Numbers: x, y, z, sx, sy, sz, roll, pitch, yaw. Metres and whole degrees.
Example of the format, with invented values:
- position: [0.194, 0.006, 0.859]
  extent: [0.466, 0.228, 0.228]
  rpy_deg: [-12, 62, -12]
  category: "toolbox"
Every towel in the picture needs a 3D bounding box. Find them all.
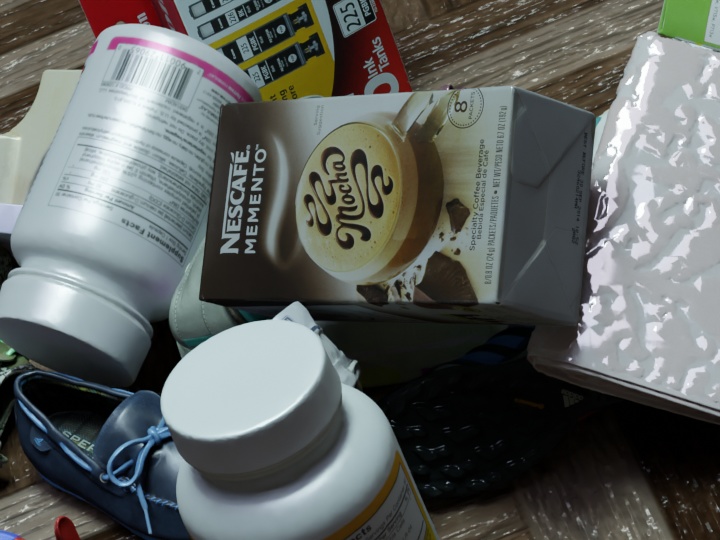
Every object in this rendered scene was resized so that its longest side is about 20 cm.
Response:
- position: [0.206, -0.012, 1.306]
  extent: [0.190, 0.032, 0.201]
  rpy_deg: [18, 70, 9]
  category: "towel"

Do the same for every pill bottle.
- position: [-0.145, -0.038, 1.511]
  extent: [0.113, 0.113, 0.201]
  rpy_deg: [8, 67, 36]
  category: "pill bottle"
- position: [-0.024, 0.126, 1.220]
  extent: [0.112, 0.200, 0.113]
  rpy_deg: [-15, 36, 11]
  category: "pill bottle"

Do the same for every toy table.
- position: [-0.244, -0.074, 1.630]
  extent: [0.199, 0.184, 0.118]
  rpy_deg: [5, 84, 24]
  category: "toy table"

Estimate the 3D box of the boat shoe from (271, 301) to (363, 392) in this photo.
- position: [-0.032, 0.072, 1.343]
  extent: [0.074, 0.065, 0.200]
  rpy_deg: [-45, -7, -4]
  category: "boat shoe"

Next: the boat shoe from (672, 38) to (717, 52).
- position: [0.228, -0.147, 1.546]
  extent: [0.067, 0.074, 0.200]
  rpy_deg: [-12, 15, 31]
  category: "boat shoe"

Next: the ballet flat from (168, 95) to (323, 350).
- position: [-0.063, -0.030, 1.451]
  extent: [0.064, 0.067, 0.200]
  rpy_deg: [-20, 31, 36]
  category: "ballet flat"

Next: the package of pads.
- position: [0.000, 0.000, 1.487]
  extent: [0.199, 0.068, 0.155]
  rpy_deg: [-8, 38, 20]
  category: "package of pads"

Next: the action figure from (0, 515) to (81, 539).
- position: [-0.265, 0.141, 1.432]
  extent: [0.199, 0.099, 0.065]
  rpy_deg: [1, 41, 34]
  category: "action figure"

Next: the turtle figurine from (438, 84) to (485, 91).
- position: [0.062, -0.059, 1.401]
  extent: [0.199, 0.101, 0.150]
  rpy_deg: [-5, 39, 25]
  category: "turtle figurine"

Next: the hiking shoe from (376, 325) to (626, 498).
- position: [0.089, 0.065, 1.368]
  extent: [0.199, 0.075, 0.087]
  rpy_deg: [-24, 9, 4]
  category: "hiking shoe"

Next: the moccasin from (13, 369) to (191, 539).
- position: [-0.132, 0.106, 1.420]
  extent: [0.199, 0.068, 0.081]
  rpy_deg: [10, 46, 35]
  category: "moccasin"

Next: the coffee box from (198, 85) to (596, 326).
- position: [0.017, -0.031, 1.309]
  extent: [0.199, 0.080, 0.114]
  rpy_deg: [-1, 81, 39]
  category: "coffee box"

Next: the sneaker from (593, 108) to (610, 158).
- position: [0.175, -0.040, 1.449]
  extent: [0.093, 0.070, 0.200]
  rpy_deg: [-27, 32, 6]
  category: "sneaker"

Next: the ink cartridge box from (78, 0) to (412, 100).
- position: [-0.081, -0.165, 1.633]
  extent: [0.175, 0.200, 0.084]
  rpy_deg: [-29, 36, -10]
  category: "ink cartridge box"

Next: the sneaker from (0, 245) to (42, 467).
- position: [-0.233, 0.063, 1.548]
  extent: [0.088, 0.077, 0.200]
  rpy_deg: [0, 46, 11]
  category: "sneaker"

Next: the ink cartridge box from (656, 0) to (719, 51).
- position: [0.286, -0.149, 1.372]
  extent: [0.199, 0.076, 0.148]
  rpy_deg: [20, 21, 24]
  category: "ink cartridge box"
